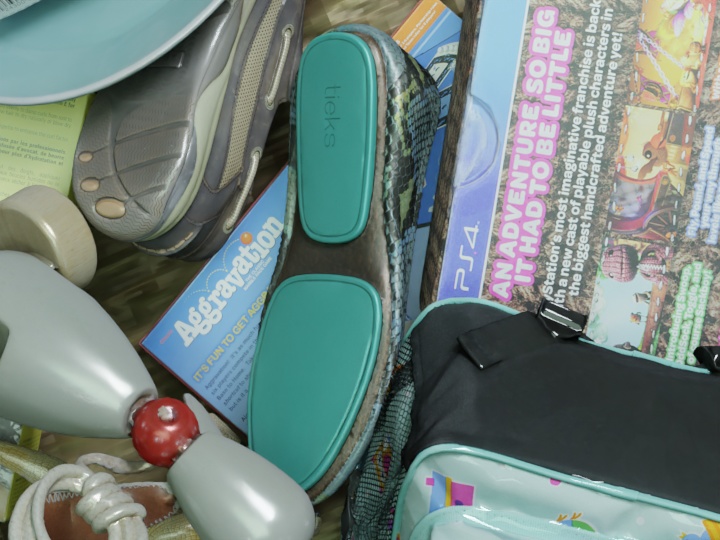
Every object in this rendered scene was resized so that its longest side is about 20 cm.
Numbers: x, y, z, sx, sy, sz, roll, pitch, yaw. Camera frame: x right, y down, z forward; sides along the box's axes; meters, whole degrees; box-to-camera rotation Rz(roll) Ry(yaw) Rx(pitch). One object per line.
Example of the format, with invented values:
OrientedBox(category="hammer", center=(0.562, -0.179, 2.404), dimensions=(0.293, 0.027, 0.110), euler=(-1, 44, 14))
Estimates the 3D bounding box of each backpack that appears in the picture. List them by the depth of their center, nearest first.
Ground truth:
OrientedBox(category="backpack", center=(0.075, 0.131, 0.912), dimensions=(0.174, 0.201, 0.154), euler=(12, 50, -9))

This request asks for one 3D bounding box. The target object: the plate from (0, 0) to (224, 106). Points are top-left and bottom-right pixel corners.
OrientedBox(category="plate", center=(-0.114, -0.154, 0.995), dimensions=(0.199, 0.026, 0.202), euler=(-11, 61, 20))

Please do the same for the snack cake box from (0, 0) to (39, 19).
OrientedBox(category="snack cake box", center=(-0.094, -0.189, 0.918), dimensions=(0.199, 0.115, 0.068), euler=(-22, 57, 13))

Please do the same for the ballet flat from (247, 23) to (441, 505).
OrientedBox(category="ballet flat", center=(0.000, 0.000, 0.980), dimensions=(0.074, 0.074, 0.202), euler=(10, 91, 5))

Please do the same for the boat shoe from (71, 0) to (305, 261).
OrientedBox(category="boat shoe", center=(-0.063, -0.096, 1.004), dimensions=(0.074, 0.073, 0.201), euler=(10, 71, 33))

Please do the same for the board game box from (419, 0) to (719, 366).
OrientedBox(category="board game box", center=(0.133, -0.042, 0.954), dimensions=(0.198, 0.097, 0.161), euler=(9, 98, -1))

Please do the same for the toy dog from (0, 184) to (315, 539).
OrientedBox(category="toy dog", center=(-0.114, 0.064, 0.944), dimensions=(0.131, 0.097, 0.201), euler=(-16, 58, -30))

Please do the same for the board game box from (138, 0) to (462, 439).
OrientedBox(category="board game box", center=(0.005, -0.012, 1.023), dimensions=(0.103, 0.019, 0.200), euler=(40, 94, 2))

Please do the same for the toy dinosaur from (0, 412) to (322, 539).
OrientedBox(category="toy dinosaur", center=(-0.077, 0.113, 0.995), dimensions=(0.200, 0.058, 0.101), euler=(45, 76, -14))

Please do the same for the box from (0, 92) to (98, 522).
OrientedBox(category="box", center=(-0.164, 0.003, 1.024), dimensions=(0.075, 0.050, 0.202), euler=(10, 91, 4))

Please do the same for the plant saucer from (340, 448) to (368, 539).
OrientedBox(category="plant saucer", center=(0.091, 0.123, 1.017), dimensions=(0.198, 0.019, 0.071), euler=(12, 96, 5))
